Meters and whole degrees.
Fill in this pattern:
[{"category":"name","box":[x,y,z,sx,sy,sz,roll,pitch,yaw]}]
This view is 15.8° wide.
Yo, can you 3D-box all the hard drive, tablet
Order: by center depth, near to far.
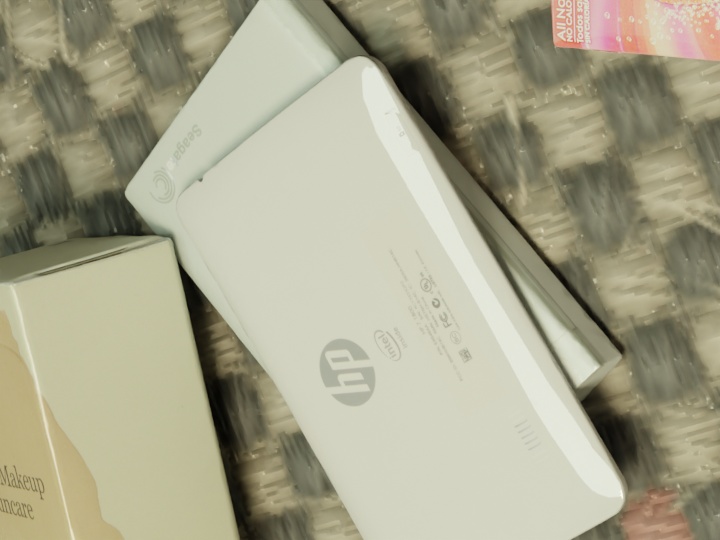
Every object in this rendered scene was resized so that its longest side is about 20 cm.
[{"category":"tablet","box":[0.011,0.029,1.013,0.130,0.014,0.200,-35,81,40]},{"category":"hard drive","box":[0.000,0.000,1.039,0.200,0.026,0.132,50,128,14]}]

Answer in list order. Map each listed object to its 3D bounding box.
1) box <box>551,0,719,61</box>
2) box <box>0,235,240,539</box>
[{"category":"box","box":[0.122,-0.173,0.836,0.095,0.103,0.200,9,110,36]},{"category":"box","box":[-0.110,0.089,1.106,0.095,0.078,0.200,-1,104,60]}]
